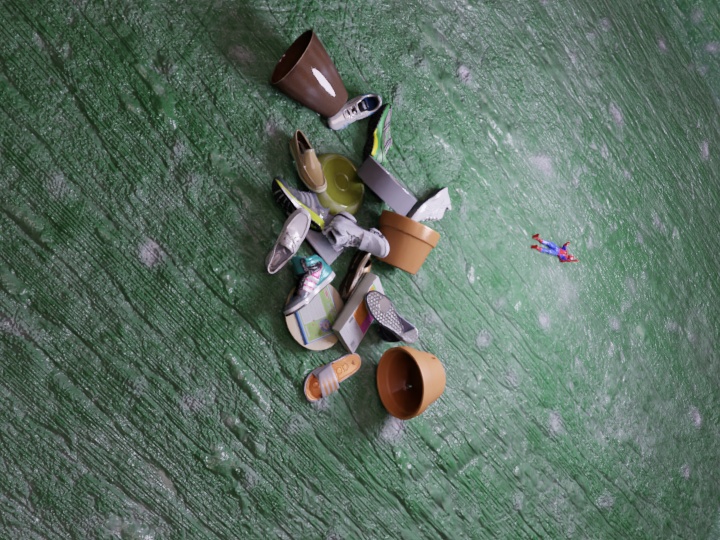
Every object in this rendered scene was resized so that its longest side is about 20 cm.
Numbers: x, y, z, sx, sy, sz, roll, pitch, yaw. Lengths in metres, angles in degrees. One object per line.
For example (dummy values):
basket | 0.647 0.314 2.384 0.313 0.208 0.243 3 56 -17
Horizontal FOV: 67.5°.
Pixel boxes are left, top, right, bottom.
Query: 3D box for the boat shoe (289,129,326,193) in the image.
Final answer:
boat shoe | -0.151 -0.316 1.544 0.070 0.077 0.204 -20 66 -28

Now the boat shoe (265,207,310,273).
boat shoe | -0.198 -0.075 1.491 0.069 0.070 0.204 28 102 -16

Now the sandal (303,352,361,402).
sandal | -0.074 0.300 1.558 0.203 0.059 0.081 -31 97 -26

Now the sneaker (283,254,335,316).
sneaker | -0.165 0.024 1.497 0.200 0.083 0.123 -44 104 -36

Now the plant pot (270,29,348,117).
plant pot | -0.133 -0.555 1.585 0.198 0.184 0.192 37 69 -33

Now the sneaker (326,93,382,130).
sneaker | -0.019 -0.499 1.674 0.196 0.072 0.074 -31 97 -18

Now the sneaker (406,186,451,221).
sneaker | 0.231 -0.197 1.768 0.197 0.074 0.089 -34 103 -25

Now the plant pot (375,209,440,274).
plant pot | 0.130 -0.079 1.647 0.194 0.199 0.145 22 92 -22

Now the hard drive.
hard drive | -0.116 -0.135 1.606 0.140 0.033 0.202 -45 104 -24

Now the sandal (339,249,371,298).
sandal | 0.000 0.000 1.625 0.053 0.079 0.206 33 73 -28

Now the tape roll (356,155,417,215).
tape roll | 0.080 -0.254 1.624 0.199 0.201 0.066 41 101 -17

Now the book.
book | 0.001 0.127 1.593 0.203 0.047 0.135 -57 145 -22

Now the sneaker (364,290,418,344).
sneaker | 0.067 0.141 1.601 0.202 0.145 0.077 46 73 -13

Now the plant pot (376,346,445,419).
plant pot | 0.160 0.324 1.603 0.137 0.196 0.209 -2 84 -42

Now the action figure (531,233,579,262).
action figure | 0.736 -0.079 1.992 0.194 0.098 0.068 20 76 -25

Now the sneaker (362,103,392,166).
sneaker | 0.067 -0.432 1.719 0.083 0.077 0.208 16 85 -30

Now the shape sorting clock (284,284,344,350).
shape sorting clock | -0.129 0.127 1.562 0.193 0.039 0.209 7 75 -25

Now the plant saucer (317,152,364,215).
plant saucer | -0.062 -0.264 1.629 0.194 0.031 0.209 12 70 -33

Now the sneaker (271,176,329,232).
sneaker | -0.170 -0.199 1.537 0.199 0.073 0.083 42 61 -24

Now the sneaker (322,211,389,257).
sneaker | -0.017 -0.085 1.541 0.197 0.077 0.115 34 39 13
